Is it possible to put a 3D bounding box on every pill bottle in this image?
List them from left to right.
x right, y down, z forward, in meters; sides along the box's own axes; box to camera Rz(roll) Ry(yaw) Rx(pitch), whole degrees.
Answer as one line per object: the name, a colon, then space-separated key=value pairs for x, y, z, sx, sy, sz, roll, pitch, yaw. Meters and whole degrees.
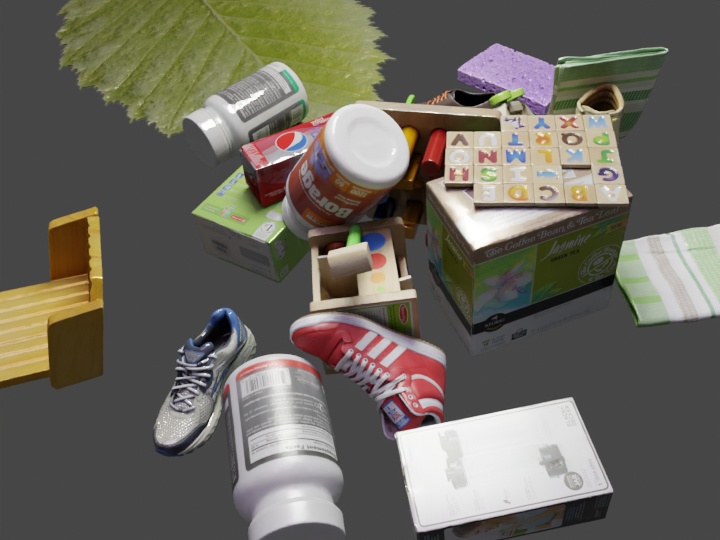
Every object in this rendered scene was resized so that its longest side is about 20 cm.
pill bottle: x=-0.196 y=-0.266 z=1.224 sx=0.200 sy=0.113 sz=0.113 roll=-37 pitch=52 yaw=-25
pill bottle: x=-0.082 y=0.199 z=0.759 sx=0.115 sy=0.116 sz=0.201 roll=-13 pitch=46 yaw=-4
pill bottle: x=-0.029 y=-0.114 z=0.918 sx=0.112 sy=0.200 sz=0.113 roll=11 pitch=64 yaw=-23

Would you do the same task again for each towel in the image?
towel: x=0.354 y=-0.253 z=1.070 sx=0.152 sy=0.200 sz=0.024 roll=-6 pitch=64 yaw=3
towel: x=0.434 y=0.000 z=0.929 sx=0.199 sy=0.031 sz=0.150 roll=-9 pitch=45 yaw=0

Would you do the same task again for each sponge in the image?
sponge: x=0.285 y=-0.345 z=1.283 sx=0.111 sy=0.030 sz=0.200 roll=-37 pitch=53 yaw=-24

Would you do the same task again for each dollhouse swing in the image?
dollhouse swing: x=-0.434 y=0.038 z=0.943 sx=0.175 sy=0.182 sz=0.201 roll=-1 pitch=43 yaw=-21

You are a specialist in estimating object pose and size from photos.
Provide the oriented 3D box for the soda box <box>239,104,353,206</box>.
soda box: x=-0.068 y=-0.168 z=1.023 sx=0.199 sy=0.070 sz=0.063 roll=-23 pitch=51 yaw=-17

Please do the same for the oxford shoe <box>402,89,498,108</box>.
oxford shoe: x=0.137 y=-0.276 z=1.210 sx=0.199 sy=0.073 sz=0.071 roll=1 pitch=47 yaw=11

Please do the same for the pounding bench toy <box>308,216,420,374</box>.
pounding bench toy: x=0.000 y=0.000 z=0.878 sx=0.123 sy=0.201 sz=0.157 roll=-8 pitch=46 yaw=2

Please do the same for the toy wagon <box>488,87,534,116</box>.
toy wagon: x=0.230 y=-0.182 z=1.029 sx=0.039 sy=0.156 sz=0.200 roll=-23 pitch=3 yaw=33

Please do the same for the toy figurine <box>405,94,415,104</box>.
toy figurine: x=0.149 y=-0.179 z=1.105 sx=0.183 sy=0.151 sz=0.200 roll=15 pitch=24 yaw=5

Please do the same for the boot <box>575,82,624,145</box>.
boot: x=0.321 y=-0.152 z=1.004 sx=0.072 sy=0.156 sz=0.200 roll=17 pitch=52 yaw=23

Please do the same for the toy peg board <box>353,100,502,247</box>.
toy peg board: x=0.084 y=-0.114 z=0.974 sx=0.198 sy=0.201 sz=0.098 roll=8 pitch=48 yaw=16

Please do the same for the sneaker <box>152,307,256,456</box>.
sneaker: x=-0.200 y=0.127 z=0.867 sx=0.077 sy=0.085 sz=0.201 roll=9 pitch=49 yaw=17

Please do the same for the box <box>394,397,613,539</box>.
box: x=0.143 y=0.214 z=0.748 sx=0.199 sy=0.060 sz=0.117 roll=-11 pitch=46 yaw=-3

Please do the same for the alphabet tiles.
alphabet tiles: x=0.199 y=-0.132 z=0.833 sx=0.199 sy=0.008 sz=0.168 roll=1 pitch=47 yaw=8

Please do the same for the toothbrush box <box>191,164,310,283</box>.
toothbrush box: x=-0.127 y=-0.095 z=1.069 sx=0.145 sy=0.086 sz=0.200 roll=20 pitch=53 yaw=25

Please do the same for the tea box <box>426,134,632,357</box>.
tea box: x=0.197 y=-0.028 z=0.876 sx=0.199 sy=0.197 sz=0.134 roll=-19 pitch=46 yaw=-9

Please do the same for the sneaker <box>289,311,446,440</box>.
sneaker: x=0.012 y=0.122 z=0.808 sx=0.199 sy=0.071 sz=0.113 roll=18 pitch=48 yaw=-18
